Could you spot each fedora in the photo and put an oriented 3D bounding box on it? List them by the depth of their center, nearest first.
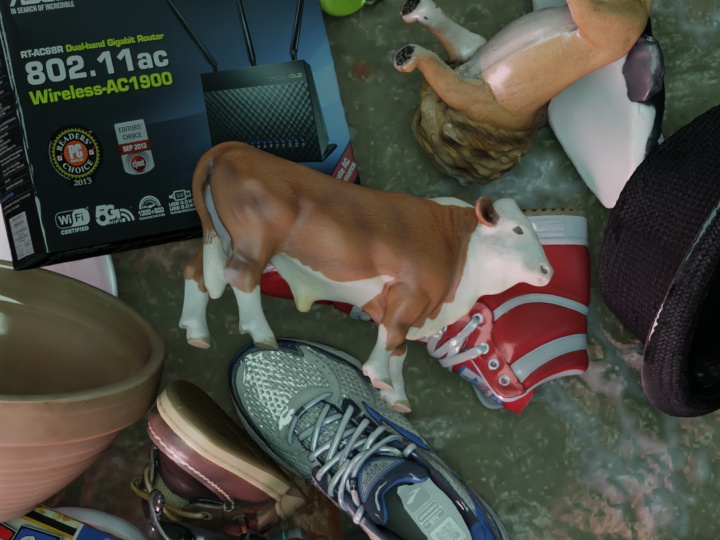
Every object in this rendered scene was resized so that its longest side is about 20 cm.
[{"bbox_3d":[0.197,-0.022,1.144,0.091,0.200,0.201,33,87,32],"label":"fedora"}]

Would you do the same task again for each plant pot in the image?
[{"bbox_3d":[-0.205,0.066,1.052,0.199,0.201,0.094,13,108,1],"label":"plant pot"}]

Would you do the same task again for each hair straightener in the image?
[{"bbox_3d":[-0.031,0.150,1.070,0.199,0.077,0.041,30,74,-41],"label":"hair straightener"}]

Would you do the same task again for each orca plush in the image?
[{"bbox_3d":[0.133,-0.138,1.193,0.105,0.071,0.201,-39,78,43],"label":"orca plush"}]

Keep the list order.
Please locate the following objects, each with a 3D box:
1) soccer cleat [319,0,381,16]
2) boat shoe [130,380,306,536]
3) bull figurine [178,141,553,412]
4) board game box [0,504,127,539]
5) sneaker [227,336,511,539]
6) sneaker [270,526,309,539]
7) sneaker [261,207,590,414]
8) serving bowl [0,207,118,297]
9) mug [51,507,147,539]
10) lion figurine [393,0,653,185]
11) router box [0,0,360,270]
[{"bbox_3d":[0.012,-0.244,1.196,0.083,0.065,0.202,24,92,31],"label":"soccer cleat"},{"bbox_3d":[-0.083,0.116,1.100,0.072,0.200,0.072,-45,75,-5],"label":"boat shoe"},{"bbox_3d":[0.000,0.000,1.096,0.198,0.065,0.122,17,73,-6],"label":"bull figurine"},{"bbox_3d":[-0.202,0.182,1.042,0.199,0.047,0.152,20,51,20],"label":"board game box"},{"bbox_3d":[0.008,0.107,1.157,0.200,0.085,0.077,39,88,3],"label":"sneaker"},{"bbox_3d":[-0.050,0.248,1.158,0.079,0.071,0.202,-6,84,3],"label":"sneaker"},{"bbox_3d":[0.035,0.029,1.168,0.198,0.071,0.114,-5,84,-2],"label":"sneaker"},{"bbox_3d":[-0.232,0.022,1.172,0.198,0.066,0.202,0,87,1],"label":"serving bowl"},{"bbox_3d":[-0.164,0.228,1.113,0.174,0.148,0.202,7,79,9],"label":"mug"},{"bbox_3d":[0.097,-0.121,1.125,0.199,0.122,0.073,-27,42,32],"label":"lion figurine"},{"bbox_3d":[-0.108,-0.093,1.138,0.198,0.062,0.151,-12,86,-29],"label":"router box"}]
